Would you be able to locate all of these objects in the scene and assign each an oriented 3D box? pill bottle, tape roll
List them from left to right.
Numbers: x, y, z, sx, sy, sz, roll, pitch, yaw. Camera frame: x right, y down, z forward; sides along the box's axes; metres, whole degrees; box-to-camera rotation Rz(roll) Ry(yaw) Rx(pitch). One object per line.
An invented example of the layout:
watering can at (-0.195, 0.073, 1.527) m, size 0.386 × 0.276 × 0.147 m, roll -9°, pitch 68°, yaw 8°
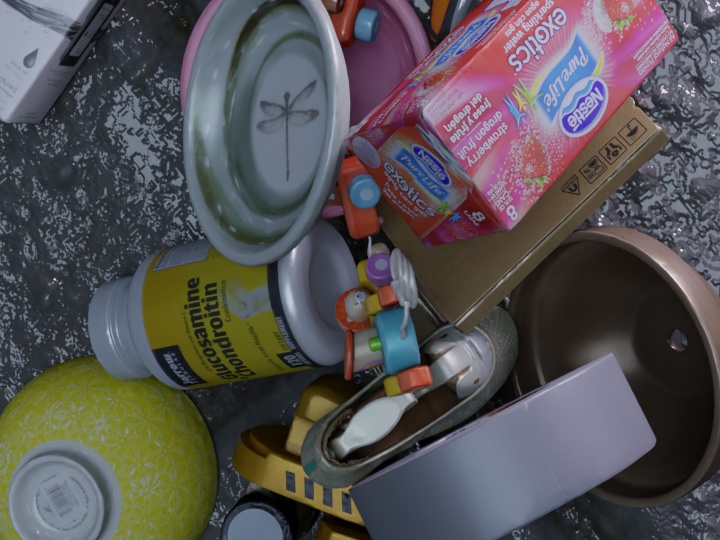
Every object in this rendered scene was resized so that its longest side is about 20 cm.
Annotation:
pill bottle at (-0.106, 0.030, 0.942) m, size 0.198 × 0.112 × 0.113 m, roll -12°, pitch 94°, yaw 27°
tape roll at (0.093, 0.129, 0.818) m, size 0.199 × 0.200 × 0.067 m, roll -28°, pitch 83°, yaw 11°

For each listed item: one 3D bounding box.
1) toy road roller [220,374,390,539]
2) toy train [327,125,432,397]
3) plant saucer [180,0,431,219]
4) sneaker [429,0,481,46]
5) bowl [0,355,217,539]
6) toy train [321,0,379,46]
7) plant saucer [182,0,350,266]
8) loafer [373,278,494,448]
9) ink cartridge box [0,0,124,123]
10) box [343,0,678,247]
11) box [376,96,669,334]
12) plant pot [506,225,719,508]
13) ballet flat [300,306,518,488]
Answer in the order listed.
toy road roller at (-0.003, 0.168, 0.944) m, size 0.198 × 0.123 × 0.147 m, roll 19°, pitch 96°, yaw 8°
toy train at (0.000, 0.000, 0.846) m, size 0.055 × 0.201 × 0.151 m, roll -13°, pitch 121°, yaw -2°
plant saucer at (-0.038, -0.140, 0.952) m, size 0.198 × 0.051 × 0.203 m, roll 0°, pitch 91°, yaw 10°
sneaker at (0.052, -0.268, 0.925) m, size 0.111 × 0.078 × 0.202 m, roll 11°, pitch 86°, yaw 12°
bowl at (-0.224, 0.174, 0.989) m, size 0.198 × 0.108 × 0.203 m, roll 1°, pitch 95°, yaw 9°
toy train at (-0.071, -0.243, 0.896) m, size 0.198 × 0.056 × 0.152 m, roll 20°, pitch 90°, yaw 12°
plant saucer at (-0.057, -0.103, 0.862) m, size 0.199 × 0.050 × 0.203 m, roll -4°, pitch 85°, yaw 54°
loafer at (0.056, 0.083, 0.954) m, size 0.076 × 0.067 × 0.201 m, roll -33°, pitch 90°, yaw 11°
ink cartridge box at (-0.255, -0.231, 0.975) m, size 0.116 × 0.068 × 0.201 m, roll 38°, pitch 100°, yaw 4°
box at (0.098, -0.117, 0.791) m, size 0.200 × 0.099 × 0.096 m, roll -47°, pitch 107°, yaw -24°
box at (0.104, -0.077, 0.909) m, size 0.200 × 0.021 × 0.164 m, roll -44°, pitch 49°, yaw 11°
plant pot at (0.206, 0.062, 0.894) m, size 0.200 × 0.092 × 0.203 m, roll 23°, pitch 119°, yaw 49°
ballet flat at (0.044, 0.089, 0.881) m, size 0.199 × 0.062 × 0.068 m, roll -37°, pitch 81°, yaw -18°
